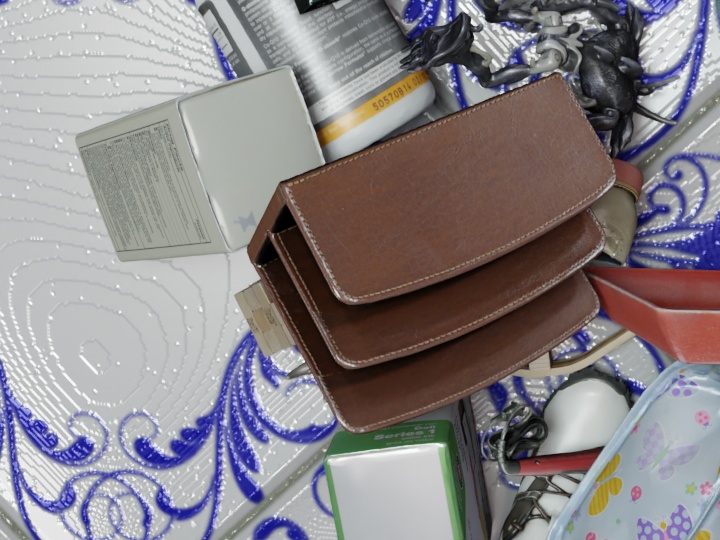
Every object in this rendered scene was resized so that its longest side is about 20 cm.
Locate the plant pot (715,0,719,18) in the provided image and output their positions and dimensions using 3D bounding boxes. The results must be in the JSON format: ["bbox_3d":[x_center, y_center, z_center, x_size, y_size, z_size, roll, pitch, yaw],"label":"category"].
[{"bbox_3d":[0.317,-0.166,0.820,0.161,0.201,0.201,-36,95,28],"label":"plant pot"}]

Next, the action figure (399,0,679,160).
[{"bbox_3d":[0.121,-0.142,0.905,0.199,0.102,0.120,20,77,-34],"label":"action figure"}]

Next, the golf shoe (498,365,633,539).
[{"bbox_3d":[0.147,0.171,0.976,0.077,0.094,0.201,18,104,7],"label":"golf shoe"}]

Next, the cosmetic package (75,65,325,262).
[{"bbox_3d":[-0.110,-0.068,0.912,0.087,0.200,0.104,-23,101,-28],"label":"cosmetic package"}]

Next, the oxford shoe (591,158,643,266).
[{"bbox_3d":[0.092,-0.035,0.927,0.199,0.070,0.075,-2,70,28],"label":"oxford shoe"}]

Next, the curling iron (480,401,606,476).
[{"bbox_3d":[0.175,0.123,0.944,0.199,0.026,0.050,7,86,-23],"label":"curling iron"}]

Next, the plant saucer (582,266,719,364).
[{"bbox_3d":[0.254,0.029,0.845,0.198,0.200,0.037,1,96,-5],"label":"plant saucer"}]

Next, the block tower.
[{"bbox_3d":[0.000,0.000,0.947,0.199,0.054,0.058,-23,97,40],"label":"block tower"}]

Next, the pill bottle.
[{"bbox_3d":[-0.043,-0.174,0.920,0.116,0.116,0.201,-28,97,15],"label":"pill bottle"}]

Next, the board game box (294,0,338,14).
[{"bbox_3d":[0.026,-0.263,0.874,0.199,0.028,0.136,-23,93,-20],"label":"board game box"}]

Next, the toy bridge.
[{"bbox_3d":[0.128,0.043,0.984,0.198,0.027,0.068,-6,102,13],"label":"toy bridge"}]

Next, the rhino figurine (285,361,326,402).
[{"bbox_3d":[0.039,0.049,0.943,0.199,0.087,0.060,-14,100,15],"label":"rhino figurine"}]

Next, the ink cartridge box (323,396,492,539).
[{"bbox_3d":[0.039,0.158,0.939,0.083,0.200,0.146,-9,101,9],"label":"ink cartridge box"}]

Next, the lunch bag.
[{"bbox_3d":[0.251,0.155,0.904,0.169,0.127,0.201,20,108,-36],"label":"lunch bag"}]

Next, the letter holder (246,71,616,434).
[{"bbox_3d":[0.057,-0.006,0.802,0.199,0.101,0.143,-24,77,-24],"label":"letter holder"}]
